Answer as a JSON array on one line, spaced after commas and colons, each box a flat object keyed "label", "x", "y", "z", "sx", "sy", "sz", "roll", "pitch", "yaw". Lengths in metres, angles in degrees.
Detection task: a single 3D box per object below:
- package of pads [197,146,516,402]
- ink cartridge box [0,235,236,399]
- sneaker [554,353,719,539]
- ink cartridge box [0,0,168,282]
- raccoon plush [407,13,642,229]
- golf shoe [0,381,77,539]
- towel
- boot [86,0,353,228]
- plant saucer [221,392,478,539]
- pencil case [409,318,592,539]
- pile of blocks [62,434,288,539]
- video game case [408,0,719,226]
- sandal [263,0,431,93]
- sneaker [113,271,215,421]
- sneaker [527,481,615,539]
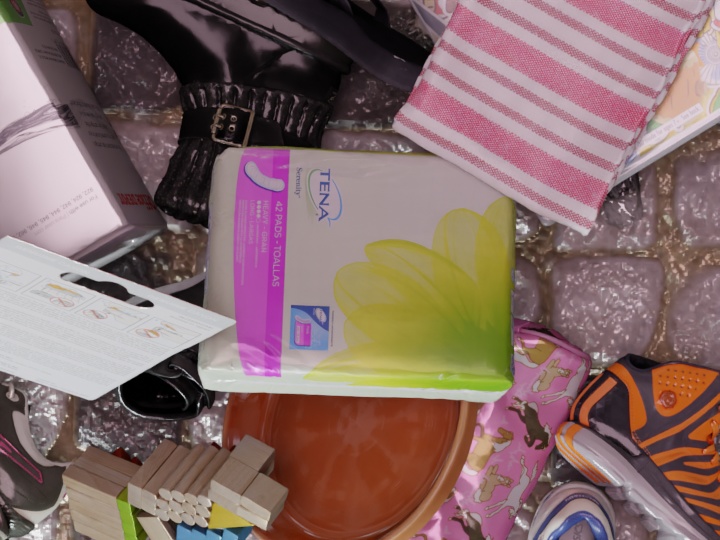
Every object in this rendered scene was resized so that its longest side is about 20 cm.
[{"label": "package of pads", "x": 0.000, "y": 0.000, "z": 1.484, "sx": 0.199, "sy": 0.068, "sz": 0.155, "roll": 3, "pitch": 73, "yaw": -2}, {"label": "ink cartridge box", "x": -0.189, "y": 0.016, "z": 1.449, "sx": 0.162, "sy": 0.200, "sz": 0.057, "roll": 21, "pitch": 58, "yaw": -27}, {"label": "sneaker", "x": 0.235, "y": 0.132, "z": 1.559, "sx": 0.200, "sy": 0.078, "sz": 0.112, "roll": 42, "pitch": 77, "yaw": -12}, {"label": "ink cartridge box", "x": -0.223, "y": -0.094, "z": 1.564, "sx": 0.084, "sy": 0.145, "sz": 0.201, "roll": -30, "pitch": 88, "yaw": 6}, {"label": "raccoon plush", "x": 0.109, "y": -0.120, "z": 1.565, "sx": 0.133, "sy": 0.097, "sz": 0.201, "roll": -8, "pitch": 90, "yaw": 13}, {"label": "golf shoe", "x": -0.281, "y": 0.097, "z": 1.618, "sx": 0.088, "sy": 0.077, "sz": 0.200, "roll": -35, "pitch": 87, "yaw": -18}, {"label": "towel", "x": 0.125, "y": -0.142, "z": 1.457, "sx": 0.146, "sy": 0.030, "sz": 0.201, "roll": 28, "pitch": 90, "yaw": 9}, {"label": "boot", "x": -0.117, "y": -0.117, "z": 1.587, "sx": 0.210, "sy": 0.079, "sz": 0.159, "roll": 22, "pitch": 92, "yaw": 4}, {"label": "plant saucer", "x": -0.005, "y": 0.100, "z": 1.559, "sx": 0.199, "sy": 0.032, "sz": 0.201, "roll": -14, "pitch": 65, "yaw": 32}, {"label": "pencil case", "x": 0.080, "y": 0.127, "z": 1.570, "sx": 0.086, "sy": 0.083, "sz": 0.201, "roll": 25, "pitch": 94, "yaw": 3}, {"label": "pile of blocks", "x": -0.114, "y": 0.151, "z": 1.577, "sx": 0.199, "sy": 0.062, "sz": 0.082, "roll": -3, "pitch": 126, "yaw": 40}, {"label": "video game case", "x": 0.156, "y": -0.156, "z": 1.491, "sx": 0.199, "sy": 0.023, "sz": 0.183, "roll": -32, "pitch": 88, "yaw": 15}, {"label": "sandal", "x": -0.012, "y": -0.179, "z": 1.551, "sx": 0.200, "sy": 0.076, "sz": 0.043, "roll": 37, "pitch": 111, "yaw": 34}, {"label": "sneaker", "x": -0.085, "y": 0.040, "z": 1.553, "sx": 0.199, "sy": 0.099, "sz": 0.071, "roll": -25, "pitch": 127, "yaw": 22}, {"label": "sneaker", "x": 0.131, "y": 0.244, "z": 1.564, "sx": 0.075, "sy": 0.088, "sz": 0.201, "roll": 4, "pitch": 92, "yaw": 3}]
